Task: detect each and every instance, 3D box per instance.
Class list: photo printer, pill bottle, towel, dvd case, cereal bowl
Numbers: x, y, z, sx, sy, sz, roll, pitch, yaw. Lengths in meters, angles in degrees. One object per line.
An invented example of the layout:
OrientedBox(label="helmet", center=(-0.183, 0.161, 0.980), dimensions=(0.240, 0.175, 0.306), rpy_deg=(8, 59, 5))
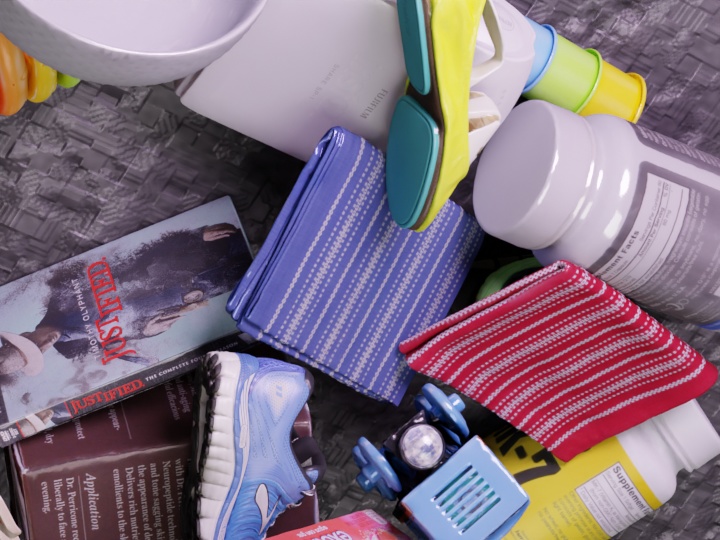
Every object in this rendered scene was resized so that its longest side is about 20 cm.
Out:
OrientedBox(label="photo printer", center=(0.002, -0.134, 1.612), dimensions=(0.200, 0.070, 0.166), rpy_deg=(24, 134, -20))
OrientedBox(label="pill bottle", center=(0.163, 0.147, 1.851), dimensions=(0.200, 0.114, 0.114), rpy_deg=(-34, 125, 6))
OrientedBox(label="towel", center=(0.000, 0.000, 1.630), dimensions=(0.200, 0.024, 0.145), rpy_deg=(32, 85, -53))
OrientedBox(label="dvd case", center=(-0.162, 0.032, 1.662), dimensions=(0.200, 0.146, 0.022), rpy_deg=(-22, 129, -1))
OrientedBox(label="cereal bowl", center=(-0.155, -0.192, 1.506), dimensions=(0.200, 0.200, 0.083), rpy_deg=(7, 149, -21))
OrientedBox(label="pill bottle", center=(0.183, -0.038, 1.672), dimensions=(0.200, 0.114, 0.114), rpy_deg=(20, 114, -27))
OrientedBox(label="towel", center=(0.139, 0.065, 1.703), dimensions=(0.145, 0.023, 0.200), rpy_deg=(-29, 141, 26))

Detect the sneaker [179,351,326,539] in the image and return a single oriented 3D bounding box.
OrientedBox(label="sneaker", center=(-0.066, 0.146, 1.605), dimensions=(0.089, 0.079, 0.200), rpy_deg=(2, 120, -14))

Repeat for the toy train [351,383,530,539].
OrientedBox(label="toy train", center=(0.054, 0.148, 1.725), dimensions=(0.087, 0.200, 0.114), rpy_deg=(-39, 84, -7))

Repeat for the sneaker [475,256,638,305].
OrientedBox(label="sneaker", center=(0.175, 0.015, 1.769), dimensions=(0.200, 0.084, 0.077), rpy_deg=(-27, 141, -24))

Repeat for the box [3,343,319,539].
OrientedBox(label="box", center=(-0.143, 0.140, 1.725), dimensions=(0.200, 0.164, 0.166), rpy_deg=(-8, 123, -12))

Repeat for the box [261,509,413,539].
OrientedBox(label="box", center=(-0.024, 0.232, 1.607), dimensions=(0.103, 0.095, 0.200), rpy_deg=(-61, 158, 15))

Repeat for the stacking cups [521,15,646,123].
OrientedBox(label="stacking cups", center=(0.098, -0.150, 1.681), dimensions=(0.200, 0.061, 0.061), rpy_deg=(27, 111, -24))

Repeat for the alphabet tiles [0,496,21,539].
OrientedBox(label="alphabet tiles", center=(-0.279, 0.098, 1.635), dimensions=(0.015, 0.196, 0.200), rpy_deg=(-31, 114, -17))

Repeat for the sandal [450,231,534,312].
OrientedBox(label="sandal", center=(0.049, -0.011, 1.744), dimensions=(0.201, 0.057, 0.080), rpy_deg=(-1, 124, -35))

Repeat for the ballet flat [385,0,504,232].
OrientedBox(label="ballet flat", center=(0.056, -0.111, 1.542), dimensions=(0.067, 0.067, 0.200), rpy_deg=(-13, 128, -19))

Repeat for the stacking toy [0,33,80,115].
OrientedBox(label="stacking toy", center=(-0.196, -0.153, 1.571), dimensions=(0.200, 0.110, 0.116), rpy_deg=(-17, 123, -19))
